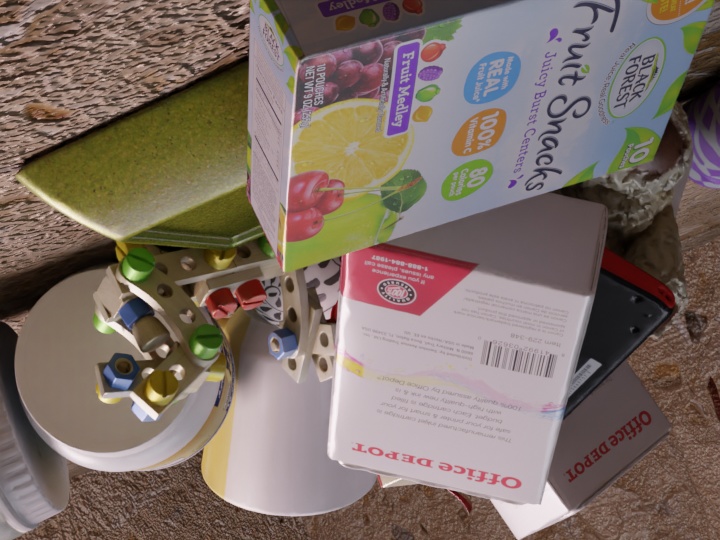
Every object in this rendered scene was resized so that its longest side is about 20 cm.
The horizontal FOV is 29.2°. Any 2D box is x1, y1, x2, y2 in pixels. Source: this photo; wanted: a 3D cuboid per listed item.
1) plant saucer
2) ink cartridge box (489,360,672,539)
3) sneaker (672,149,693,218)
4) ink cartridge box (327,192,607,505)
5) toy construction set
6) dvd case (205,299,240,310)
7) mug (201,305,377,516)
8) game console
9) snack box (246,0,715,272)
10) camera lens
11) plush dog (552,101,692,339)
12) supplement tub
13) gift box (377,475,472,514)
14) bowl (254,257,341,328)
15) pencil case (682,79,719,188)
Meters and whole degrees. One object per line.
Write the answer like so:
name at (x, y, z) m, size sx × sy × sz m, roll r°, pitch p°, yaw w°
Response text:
plant saucer at (-0.047, -0.059, 0.735) m, size 0.199 × 0.048 × 0.200 m, roll -22°, pitch 172°, yaw 17°
ink cartridge box at (0.136, 0.093, 1.124) m, size 0.144 × 0.201 × 0.084 m, roll -28°, pitch 170°, yaw -38°
sneaker at (0.172, -0.081, 1.068) m, size 0.081 × 0.146 × 0.201 m, roll -51°, pitch -166°, yaw 49°
ink cartridge box at (0.061, 0.042, 0.854) m, size 0.146 × 0.086 × 0.201 m, roll 13°, pitch 136°, yaw 6°
toy construction set at (-0.085, 0.023, 0.869) m, size 0.199 × 0.132 × 0.092 m, roll -4°, pitch 147°, yaw -50°
dvd case at (-0.102, 0.007, 1.175) m, size 0.145 × 0.022 × 0.200 m, roll -13°, pitch 168°, yaw -41°
mug at (-0.074, 0.099, 1.141) m, size 0.185 × 0.154 × 0.150 m, roll 0°, pitch -157°, yaw -7°
game console at (0.084, 0.032, 0.919) m, size 0.200 × 0.176 × 0.031 m, roll -54°, pitch -168°, yaw 45°
snack box at (0.051, -0.084, 0.607) m, size 0.199 × 0.053 × 0.143 m, roll -17°, pitch 149°, yaw -17°
camera lens at (-0.328, 0.136, 0.987) m, size 0.199 × 0.161 × 0.160 m, roll -19°, pitch 173°, yaw -1°
plush dog at (0.122, -0.057, 0.927) m, size 0.170 × 0.161 × 0.201 m, roll -7°, pitch 131°, yaw 3°
supplement tub at (-0.168, 0.072, 1.000) m, size 0.143 × 0.145 × 0.200 m, roll -19°, pitch 173°, yaw -4°
gift box at (0.090, 0.112, 1.282) m, size 0.186 × 0.201 × 0.184 m, roll -29°, pitch 154°, yaw 34°
bowl at (0.000, 0.000, 1.027) m, size 0.200 × 0.095 × 0.201 m, roll -24°, pitch 167°, yaw -6°
pencil case at (0.322, -0.124, 1.073) m, size 0.085 × 0.085 × 0.200 m, roll 19°, pitch 163°, yaw -14°
